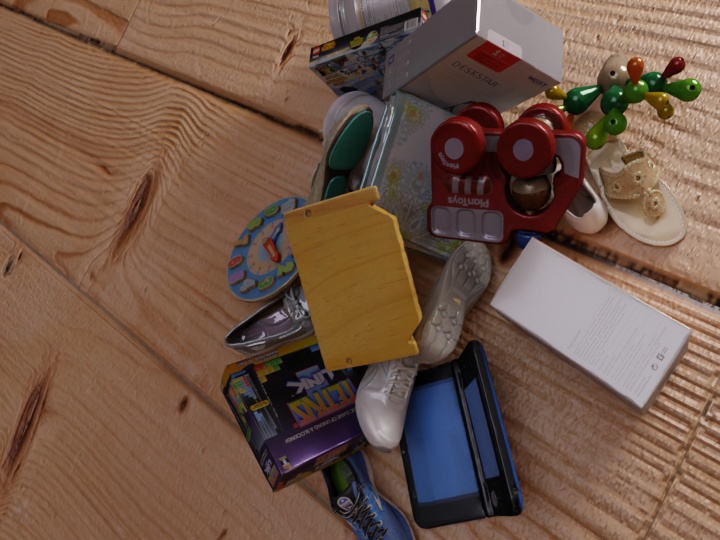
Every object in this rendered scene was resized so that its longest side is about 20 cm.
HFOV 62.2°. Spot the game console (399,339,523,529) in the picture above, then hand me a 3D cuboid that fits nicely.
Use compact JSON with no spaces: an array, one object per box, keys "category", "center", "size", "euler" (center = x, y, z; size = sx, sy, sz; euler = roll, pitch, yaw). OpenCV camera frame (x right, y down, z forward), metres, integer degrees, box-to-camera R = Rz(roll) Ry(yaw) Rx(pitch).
[{"category":"game console","center":[0.111,0.214,0.761],"size":[0.115,0.171,0.205],"euler":[-10,69,-3]}]

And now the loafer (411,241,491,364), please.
[{"category":"loafer","center":[0.119,0.037,0.802],"size":[0.201,0.070,0.070],"euler":[-55,9,-33]}]

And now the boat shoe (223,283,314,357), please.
[{"category":"boat shoe","center":[-0.127,0.076,0.953],"size":[0.199,0.064,0.076],"euler":[-28,65,18]}]

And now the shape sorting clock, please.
[{"category":"shape sorting clock","center":[-0.149,-0.040,0.988],"size":[0.196,0.039,0.204],"euler":[-19,49,23]}]

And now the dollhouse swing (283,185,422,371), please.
[{"category":"dollhouse swing","center":[0.000,0.000,0.796],"size":[0.177,0.176,0.205],"euler":[-13,97,21]}]

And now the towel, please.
[{"category":"towel","center":[0.088,-0.125,0.837],"size":[0.048,0.167,0.205],"euler":[25,98,69]}]

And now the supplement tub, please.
[{"category":"supplement tub","center":[0.062,-0.411,0.940],"size":[0.195,0.145,0.150],"euler":[-5,73,27]}]

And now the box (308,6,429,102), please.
[{"category":"box","center":[0.037,-0.318,0.923],"size":[0.195,0.136,0.041],"euler":[-6,69,31]}]

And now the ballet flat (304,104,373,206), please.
[{"category":"ballet flat","center":[-0.041,-0.157,0.869],"size":[0.063,0.066,0.203],"euler":[48,128,34]}]

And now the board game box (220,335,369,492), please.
[{"category":"board game box","center":[-0.069,0.180,0.820],"size":[0.166,0.197,0.057],"euler":[51,137,28]}]

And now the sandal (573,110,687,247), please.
[{"category":"sandal","center":[0.332,-0.126,0.759],"size":[0.077,0.069,0.215],"euler":[-32,64,17]}]

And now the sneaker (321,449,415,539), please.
[{"category":"sneaker","center":[-0.001,0.323,0.802],"size":[0.079,0.089,0.201],"euler":[-44,60,11]}]

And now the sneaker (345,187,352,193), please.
[{"category":"sneaker","center":[-0.006,-0.036,0.916],"size":[0.079,0.073,0.204],"euler":[-28,63,22]}]

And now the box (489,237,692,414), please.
[{"category":"box","center":[0.270,0.066,0.708],"size":[0.198,0.124,0.099],"euler":[36,93,30]}]

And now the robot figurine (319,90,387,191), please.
[{"category":"robot figurine","center":[0.018,-0.203,0.924],"size":[0.199,0.113,0.170],"euler":[38,82,30]}]

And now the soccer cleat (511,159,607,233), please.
[{"category":"soccer cleat","center":[0.252,-0.130,0.799],"size":[0.069,0.077,0.201],"euler":[-44,60,10]}]

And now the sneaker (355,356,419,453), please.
[{"category":"sneaker","center":[0.043,0.138,0.800],"size":[0.080,0.069,0.205],"euler":[-37,36,47]}]

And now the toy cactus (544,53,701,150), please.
[{"category":"toy cactus","center":[0.318,-0.232,0.762],"size":[0.196,0.103,0.167],"euler":[-16,35,37]}]

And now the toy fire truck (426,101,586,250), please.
[{"category":"toy fire truck","center":[0.176,-0.113,0.747],"size":[0.195,0.112,0.172],"euler":[9,118,26]}]

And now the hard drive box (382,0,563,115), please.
[{"category":"hard drive box","center":[0.146,-0.276,0.806],"size":[0.198,0.153,0.079],"euler":[-16,64,58]}]
